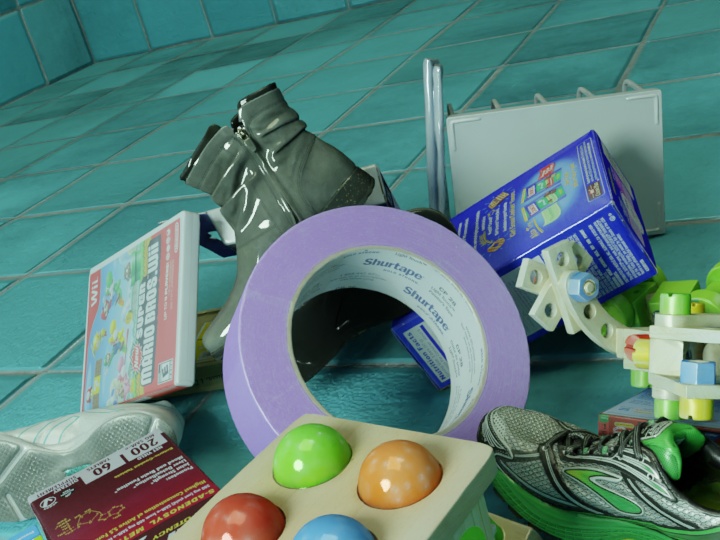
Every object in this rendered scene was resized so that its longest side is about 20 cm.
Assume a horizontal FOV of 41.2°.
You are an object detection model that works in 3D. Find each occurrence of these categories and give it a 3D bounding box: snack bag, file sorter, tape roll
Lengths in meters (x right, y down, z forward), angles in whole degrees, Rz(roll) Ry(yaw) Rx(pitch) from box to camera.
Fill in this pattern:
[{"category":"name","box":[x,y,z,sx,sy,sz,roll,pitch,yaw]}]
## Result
[{"category":"snack bag","box":[0.081,-0.122,0.987,0.021,0.190,0.200,-3,12,6]},{"category":"file sorter","box":[0.188,-0.109,0.961,0.198,0.140,0.125,-7,19,3]},{"category":"tape roll","box":[0.011,0.059,0.645,0.199,0.201,0.066,-29,-15,-28]}]

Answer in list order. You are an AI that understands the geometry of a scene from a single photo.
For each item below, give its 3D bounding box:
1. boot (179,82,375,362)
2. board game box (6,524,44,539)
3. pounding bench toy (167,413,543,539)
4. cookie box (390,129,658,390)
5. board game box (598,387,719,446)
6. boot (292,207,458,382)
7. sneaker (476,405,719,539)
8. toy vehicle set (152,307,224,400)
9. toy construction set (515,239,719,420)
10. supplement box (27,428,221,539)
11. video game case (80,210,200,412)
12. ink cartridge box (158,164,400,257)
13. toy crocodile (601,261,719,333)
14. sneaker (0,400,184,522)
[{"category":"boot","box":[-0.093,-0.040,0.761,0.200,0.130,0.068,-53,10,-4]},{"category":"board game box","box":[-0.267,0.251,0.581,0.199,0.045,0.134,-27,25,-24]},{"category":"pounding bench toy","box":[0.018,0.144,0.490,0.124,0.157,0.200,2,28,37]},{"category":"cookie box","box":[0.132,-0.012,0.798,0.199,0.075,0.171,-31,18,21]},{"category":"board game box","box":[0.257,0.096,0.575,0.199,0.020,0.103,2,8,38]},{"category":"boot","box":[-0.002,-0.001,0.810,0.203,0.074,0.154,-40,11,20]},{"category":"sneaker","box":[0.155,0.111,0.540,0.199,0.086,0.078,14,33,37]},{"category":"toy vehicle set","box":[-0.132,0.072,0.925,0.199,0.027,0.124,-10,23,13]},{"category":"toy construction set","box":[0.189,0.043,0.610,0.130,0.093,0.200,0,15,-27]},{"category":"supplement box","box":[-0.135,0.185,0.625,0.108,0.061,0.200,-27,26,-25]},{"category":"video game case","box":[-0.195,0.044,0.831,0.017,0.144,0.200,11,-21,-35]},{"category":"ink cartridge box","box":[-0.061,-0.034,0.904,0.199,0.047,0.198,-16,-10,7]},{"category":"toy crocodile","box":[0.240,0.032,0.738,0.199,0.062,0.067,1,28,45]},{"category":"sneaker","box":[-0.236,0.151,0.779,0.199,0.071,0.080,-11,8,4]}]
